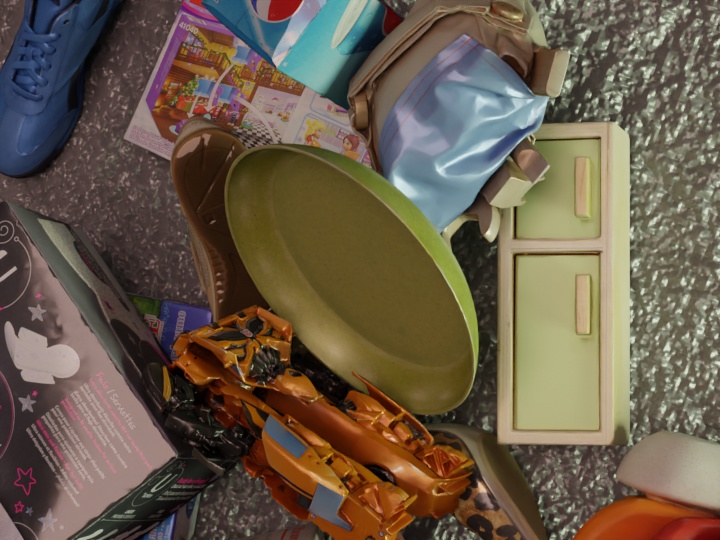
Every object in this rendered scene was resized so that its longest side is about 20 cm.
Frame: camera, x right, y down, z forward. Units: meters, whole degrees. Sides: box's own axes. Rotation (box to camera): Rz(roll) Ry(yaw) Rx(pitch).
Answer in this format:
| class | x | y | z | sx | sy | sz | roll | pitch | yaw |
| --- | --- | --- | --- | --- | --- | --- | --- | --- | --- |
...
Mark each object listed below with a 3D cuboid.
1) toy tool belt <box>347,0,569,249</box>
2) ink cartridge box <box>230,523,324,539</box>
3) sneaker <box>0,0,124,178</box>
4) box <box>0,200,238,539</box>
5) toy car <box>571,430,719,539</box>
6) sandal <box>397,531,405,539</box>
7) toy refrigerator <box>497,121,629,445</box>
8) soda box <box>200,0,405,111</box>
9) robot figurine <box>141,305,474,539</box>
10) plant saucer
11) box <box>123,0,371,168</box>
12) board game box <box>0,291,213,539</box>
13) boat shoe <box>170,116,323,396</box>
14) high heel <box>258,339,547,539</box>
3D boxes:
| class | x | y | z | sx | sy | sz | roll | pitch | yaw |
| --- | --- | --- | --- | --- | --- | --- | --- | --- | --- |
| toy tool belt | 0.051 | -0.074 | 1.169 | 0.200 | 0.124 | 0.123 | -58 | 36 | 23 |
| ink cartridge box | -0.078 | 0.208 | 1.231 | 0.199 | 0.116 | 0.068 | -10 | 90 | 0 |
| sneaker | -0.217 | -0.161 | 1.346 | 0.066 | 0.078 | 0.201 | 27 | 95 | 15 |
| box | -0.189 | 0.072 | 1.247 | 0.115 | 0.132 | 0.200 | -37 | 76 | 8 |
| toy car | 0.214 | 0.194 | 1.148 | 0.199 | 0.150 | 0.176 | 13 | 89 | 17 |
| sandal | 0.085 | 0.245 | 1.223 | 0.069 | 0.078 | 0.212 | -29 | 88 | -7 |
| toy refrigerator | 0.129 | 0.010 | 1.230 | 0.076 | 0.070 | 0.201 | 0 | 85 | 17 |
| soda box | -0.020 | -0.147 | 1.178 | 0.064 | 0.200 | 0.068 | 41 | 97 | 16 |
| robot figurine | -0.035 | 0.090 | 1.184 | 0.200 | 0.145 | 0.058 | 36 | 119 | 19 |
| plant saucer | 0.000 | 0.000 | 1.177 | 0.200 | 0.200 | 0.031 | 40 | 60 | 16 |
| box | -0.045 | -0.110 | 1.308 | 0.199 | 0.039 | 0.137 | 26 | 94 | 17 |
| board game box | -0.201 | 0.108 | 1.338 | 0.198 | 0.041 | 0.201 | 9 | 89 | 17 |
| boat shoe | -0.075 | -0.006 | 1.282 | 0.072 | 0.065 | 0.201 | -21 | 110 | -3 |
| high heel | 0.027 | 0.149 | 1.256 | 0.142 | 0.071 | 0.200 | -41 | 72 | 16 |
